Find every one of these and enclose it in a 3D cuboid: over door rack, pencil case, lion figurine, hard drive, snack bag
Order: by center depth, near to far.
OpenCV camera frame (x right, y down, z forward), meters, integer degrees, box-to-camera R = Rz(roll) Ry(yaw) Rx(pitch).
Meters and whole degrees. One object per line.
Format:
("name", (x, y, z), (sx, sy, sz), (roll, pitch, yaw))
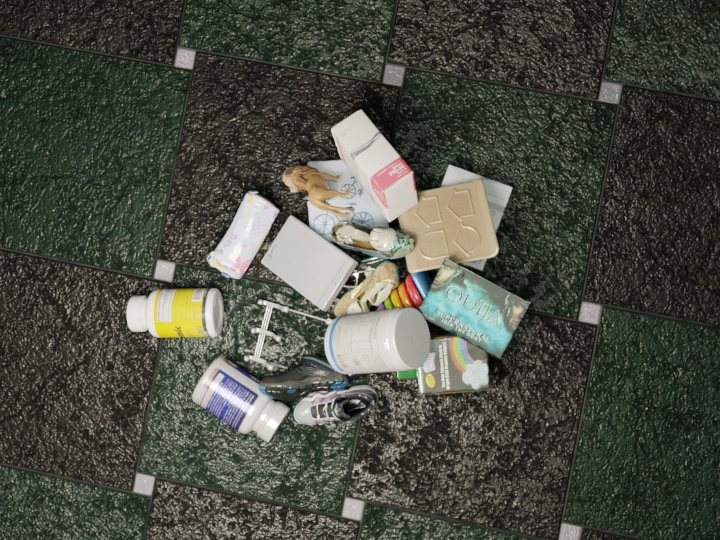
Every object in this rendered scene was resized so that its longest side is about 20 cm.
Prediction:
("lion figurine", (-0.093, -0.177, 1.538), (0.122, 0.200, 0.073), (9, 109, -26))
("hard drive", (-0.118, -0.018, 1.583), (0.199, 0.027, 0.132), (36, 95, 24))
("over door rack", (-0.157, 0.160, 1.599), (0.198, 0.067, 0.149), (15, 91, 3))
("pencil case", (-0.267, -0.081, 1.600), (0.090, 0.083, 0.201), (32, 90, -19))
("snack bag", (-0.033, -0.164, 1.620), (0.187, 0.021, 0.202), (-5, 86, 3))

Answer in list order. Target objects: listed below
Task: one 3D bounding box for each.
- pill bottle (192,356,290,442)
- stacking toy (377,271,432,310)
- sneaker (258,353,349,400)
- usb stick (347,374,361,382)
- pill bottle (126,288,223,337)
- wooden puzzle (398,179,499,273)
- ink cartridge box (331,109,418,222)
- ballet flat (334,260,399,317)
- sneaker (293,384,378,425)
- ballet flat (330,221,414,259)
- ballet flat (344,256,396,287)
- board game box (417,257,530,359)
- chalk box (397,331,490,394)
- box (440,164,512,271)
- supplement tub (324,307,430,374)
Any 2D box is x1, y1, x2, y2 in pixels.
("pill bottle", (-0.265, 0.294, 1.577), (0.199, 0.120, 0.120), (33, 91, 4))
("stacking toy", (0.078, 0.086, 1.579), (0.199, 0.116, 0.110), (-29, 86, 14))
("sneaker", (-0.128, 0.233, 1.552), (0.198, 0.073, 0.082), (-6, 59, -13))
("usb stick", (0.016, 0.197, 1.597), (0.199, 0.033, 0.056), (-33, 69, -1))
("pill bottle", (-0.420, 0.096, 1.594), (0.198, 0.111, 0.112), (-1, 89, 4))
("wooden puzzle", (0.188, -0.093, 1.534), (0.198, 0.046, 0.187), (-13, 67, 8))
("ink cartridge box", (0.032, -0.226, 1.513), (0.082, 0.147, 0.201), (-34, 67, -5))
("ballet flat", (0.013, 0.061, 1.554), (0.200, 0.070, 0.066), (-47, 44, 30))
("sneaker", (-0.060, 0.304, 1.554), (0.198, 0.140, 0.078), (-17, 89, 3))
("ballet flat", (0.019, -0.069, 1.527), (0.199, 0.074, 0.075), (6, 90, 29))
("ballet flat", (0.000, 0.000, 1.598), (0.198, 0.068, 0.069), (-10, 98, 13))
("board game box", (0.235, 0.078, 1.468), (0.199, 0.028, 0.136), (28, 95, 3))
("chalk box", (0.179, 0.201, 1.552), (0.198, 0.124, 0.126), (-4, 90, 4))
("box", (0.237, -0.119, 1.593), (0.155, 0.041, 0.201), (21, 91, 4))
("supplement tub", (0.033, 0.151, 1.485), (0.199, 0.131, 0.133), (-11, 88, 40))
